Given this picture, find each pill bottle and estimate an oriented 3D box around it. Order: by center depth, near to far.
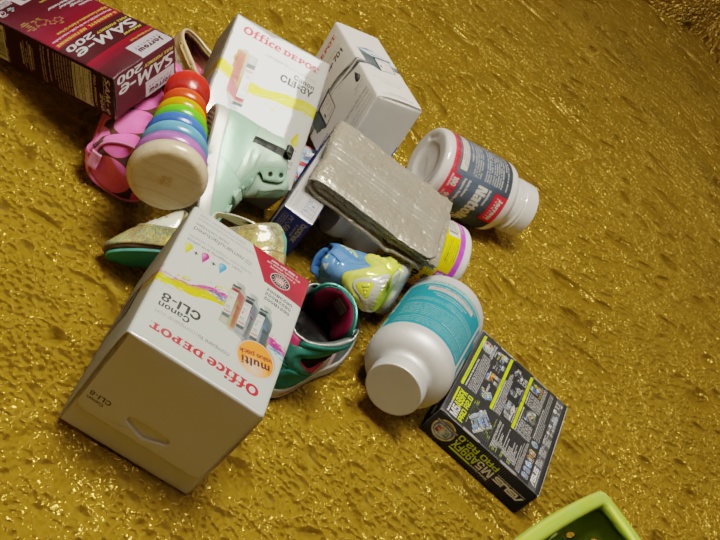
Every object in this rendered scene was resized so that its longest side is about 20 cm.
[{"bbox_3d":[0.074,0.093,1.146,0.111,0.111,0.200,42,33,0],"label":"pill bottle"},{"bbox_3d":[0.046,-0.048,1.281,0.199,0.104,0.105,23,38,-25],"label":"pill bottle"},{"bbox_3d":[0.181,-0.133,1.496,0.199,0.120,0.120,22,39,-26],"label":"pill bottle"}]

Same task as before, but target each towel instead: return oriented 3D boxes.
[{"bbox_3d":[0.029,-0.093,1.197,0.200,0.034,0.133,36,42,-15],"label":"towel"}]

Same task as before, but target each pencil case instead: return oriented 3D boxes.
[{"bbox_3d":[-0.268,-0.175,1.118,0.093,0.091,0.201,32,37,-27],"label":"pencil case"}]

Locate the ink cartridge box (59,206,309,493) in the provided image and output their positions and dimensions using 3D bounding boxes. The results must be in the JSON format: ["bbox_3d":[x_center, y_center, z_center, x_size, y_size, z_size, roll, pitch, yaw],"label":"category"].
[{"bbox_3d":[-0.161,0.074,0.899,0.145,0.145,0.200,34,35,-15],"label":"ink cartridge box"}]

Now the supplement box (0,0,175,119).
[{"bbox_3d":[-0.326,-0.262,1.096,0.199,0.061,0.109,28,49,16],"label":"supplement box"}]

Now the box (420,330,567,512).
[{"bbox_3d":[0.177,0.187,1.208,0.160,0.044,0.200,41,34,-1],"label":"box"}]

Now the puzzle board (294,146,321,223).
[{"bbox_3d":[-0.011,-0.106,1.365,0.199,0.017,0.151,19,40,-30],"label":"puzzle board"}]

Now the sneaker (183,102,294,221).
[{"bbox_3d":[-0.140,-0.083,1.093,0.118,0.074,0.202,19,74,-27],"label":"sneaker"}]

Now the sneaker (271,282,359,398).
[{"bbox_3d":[-0.039,0.059,1.060,0.084,0.121,0.200,47,33,7],"label":"sneaker"}]

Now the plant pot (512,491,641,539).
[{"bbox_3d":[0.187,0.361,0.903,0.198,0.182,0.200,-7,57,-49],"label":"plant pot"}]

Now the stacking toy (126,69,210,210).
[{"bbox_3d":[-0.204,-0.159,1.046,0.085,0.085,0.201,25,36,-23],"label":"stacking toy"}]

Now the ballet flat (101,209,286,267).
[{"bbox_3d":[-0.173,-0.032,1.001,0.199,0.071,0.071,5,35,10],"label":"ballet flat"}]

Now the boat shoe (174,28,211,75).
[{"bbox_3d":[-0.195,-0.247,1.285,0.200,0.069,0.074,46,34,6],"label":"boat shoe"}]

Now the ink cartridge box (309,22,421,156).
[{"bbox_3d":[-0.010,-0.243,1.378,0.086,0.147,0.200,12,36,-35],"label":"ink cartridge box"}]

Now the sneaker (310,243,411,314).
[{"bbox_3d":[0.000,0.000,1.178,0.105,0.076,0.200,31,2,9],"label":"sneaker"}]

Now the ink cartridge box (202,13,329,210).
[{"bbox_3d":[-0.140,-0.204,1.213,0.145,0.083,0.201,25,64,-21],"label":"ink cartridge box"}]

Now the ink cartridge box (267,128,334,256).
[{"bbox_3d":[-0.068,-0.096,1.212,0.044,0.094,0.200,36,40,-8],"label":"ink cartridge box"}]
